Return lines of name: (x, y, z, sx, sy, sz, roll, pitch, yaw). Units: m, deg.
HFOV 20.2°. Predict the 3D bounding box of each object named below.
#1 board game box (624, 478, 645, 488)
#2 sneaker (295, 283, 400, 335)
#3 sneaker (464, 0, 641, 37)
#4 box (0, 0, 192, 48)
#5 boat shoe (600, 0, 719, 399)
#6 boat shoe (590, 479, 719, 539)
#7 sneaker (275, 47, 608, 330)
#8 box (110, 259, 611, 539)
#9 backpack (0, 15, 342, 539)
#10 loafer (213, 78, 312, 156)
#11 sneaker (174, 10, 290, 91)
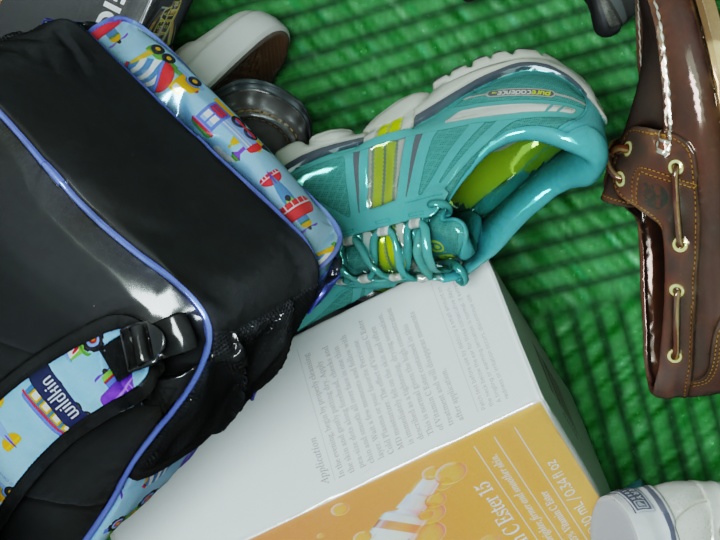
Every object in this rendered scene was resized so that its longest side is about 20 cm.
board game box: (0.091, 0.217, 0.956, 0.200, 0.047, 0.151, -34, 87, 8)
sneaker: (0.000, 0.000, 0.962, 0.083, 0.071, 0.200, 39, 95, -15)
sneaker: (0.051, -0.172, 0.938, 0.200, 0.077, 0.084, 27, 91, 8)
box: (-0.203, -0.088, 0.934, 0.198, 0.050, 0.200, 29, 98, 17)
boat shoe: (0.144, -0.037, 0.920, 0.070, 0.070, 0.200, -11, 98, 5)
boat shoe: (0.148, 0.188, 0.891, 0.070, 0.071, 0.200, -9, 99, -18)
sneaker: (0.015, -0.024, 0.870, 0.200, 0.080, 0.078, -32, 130, 4)
box: (0.000, 0.098, 0.914, 0.200, 0.124, 0.098, -26, 46, 9)
backpack: (-0.127, 0.021, 0.825, 0.183, 0.135, 0.200, 43, 126, 13)
loafer: (-0.084, -0.001, 0.926, 0.073, 0.072, 0.200, 27, 124, -12)
sneaker: (-0.127, -0.070, 0.969, 0.200, 0.073, 0.085, -41, 74, 2)
